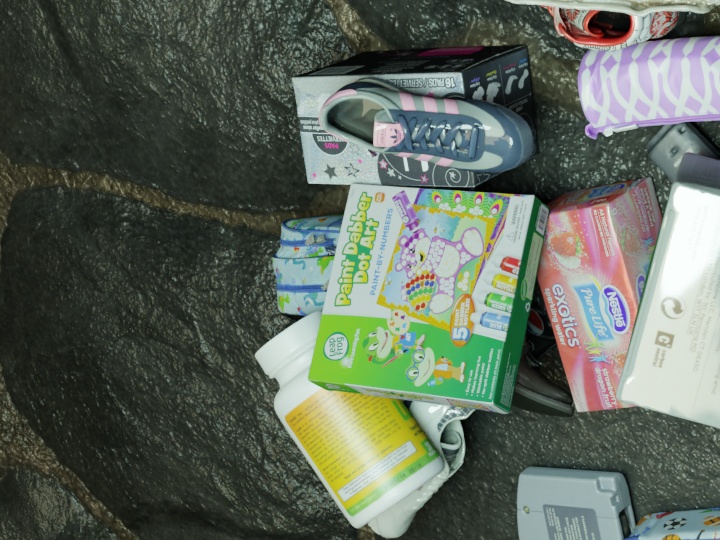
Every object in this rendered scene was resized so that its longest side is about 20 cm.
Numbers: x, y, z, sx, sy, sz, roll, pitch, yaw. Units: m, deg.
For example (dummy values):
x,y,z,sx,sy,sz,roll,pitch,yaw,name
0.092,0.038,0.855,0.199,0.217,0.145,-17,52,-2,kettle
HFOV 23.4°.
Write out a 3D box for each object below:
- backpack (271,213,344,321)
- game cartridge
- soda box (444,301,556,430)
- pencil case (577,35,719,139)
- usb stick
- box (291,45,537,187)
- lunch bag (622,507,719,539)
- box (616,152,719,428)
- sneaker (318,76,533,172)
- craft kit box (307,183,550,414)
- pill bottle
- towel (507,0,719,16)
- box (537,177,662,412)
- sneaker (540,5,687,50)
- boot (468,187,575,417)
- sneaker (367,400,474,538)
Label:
x,y,z,sx,sy,sz,roll,pitch,yaw,name
0.000,0.000,1.797,0.200,0.163,0.154,-22,86,47,backpack
0.230,0.299,1.811,0.133,0.042,0.200,1,110,45,game cartridge
0.114,0.104,1.802,0.071,0.063,0.200,53,130,7,soda box
0.287,-0.164,1.544,0.200,0.084,0.086,-2,72,39,pencil case
0.341,-0.057,1.584,0.200,0.033,0.055,48,130,11,usb stick
0.053,-0.148,1.696,0.200,0.132,0.115,2,109,36,box
0.357,0.316,1.703,0.200,0.076,0.161,-6,107,39,lunch bag
0.341,0.024,1.476,0.200,0.171,0.199,15,106,11,box
0.054,-0.122,1.569,0.200,0.082,0.070,13,114,27,sneaker
0.063,0.022,1.623,0.197,0.049,0.200,4,75,32,craft kit box
-0.015,0.143,1.719,0.111,0.111,0.200,-40,82,40,pill bottle
0.223,-0.264,1.495,0.200,0.133,0.035,8,126,18,towel
0.241,0.024,1.652,0.103,0.095,0.200,-9,103,38,box
0.186,-0.255,1.568,0.201,0.108,0.067,25,122,27,sneaker
0.156,0.030,1.689,0.200,0.174,0.069,33,166,-1,boot
0.061,0.204,1.799,0.080,0.076,0.200,23,123,17,sneaker
